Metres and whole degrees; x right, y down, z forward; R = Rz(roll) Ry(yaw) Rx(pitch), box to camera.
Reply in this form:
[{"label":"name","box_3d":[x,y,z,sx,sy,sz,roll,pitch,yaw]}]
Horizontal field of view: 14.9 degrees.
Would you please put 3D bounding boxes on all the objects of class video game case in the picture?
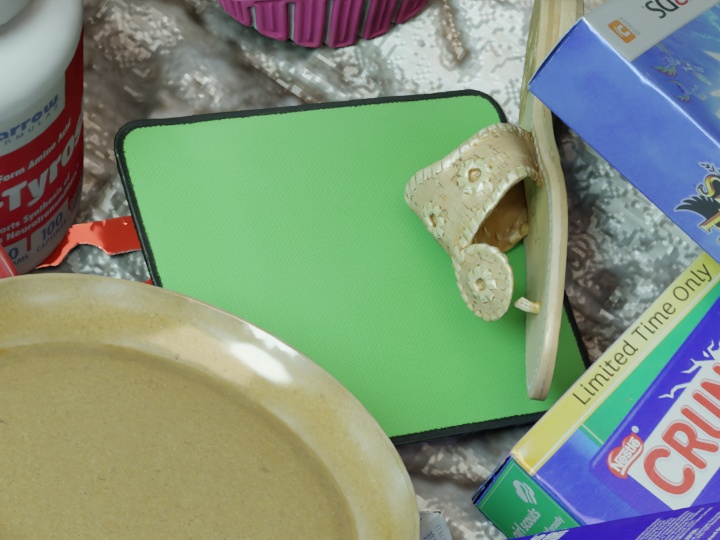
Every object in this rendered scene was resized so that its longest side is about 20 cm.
[{"label":"video game case","box_3d":[0.189,-0.050,1.191,0.200,0.045,0.181,43,32,8]}]

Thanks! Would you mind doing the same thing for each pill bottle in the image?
[{"label":"pill bottle","box_3d":[-0.167,-0.083,1.113,0.112,0.200,0.113,2,61,-4]}]

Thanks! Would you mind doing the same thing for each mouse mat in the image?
[{"label":"mouse mat","box_3d":[0.000,0.000,1.188,0.199,0.008,0.162,-8,70,-29]}]

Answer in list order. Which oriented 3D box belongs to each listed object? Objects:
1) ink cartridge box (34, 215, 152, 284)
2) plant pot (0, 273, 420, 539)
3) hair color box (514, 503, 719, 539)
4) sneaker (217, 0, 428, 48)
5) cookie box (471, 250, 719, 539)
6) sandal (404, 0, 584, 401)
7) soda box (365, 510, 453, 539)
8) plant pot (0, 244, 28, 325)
[{"label":"ink cartridge box","box_3d":[-0.097,0.066,1.157,0.161,0.050,0.201,-10,75,-12]},{"label":"plant pot","box_3d":[-0.076,0.073,0.991,0.199,0.028,0.200,18,32,-12]},{"label":"hair color box","box_3d":[0.118,0.154,1.060,0.065,0.199,0.110,-38,106,-46]},{"label":"sneaker","box_3d":[0.017,-0.167,1.249,0.199,0.081,0.088,-19,72,-23]},{"label":"cookie box","box_3d":[0.177,0.102,1.165,0.200,0.075,0.171,42,64,8]},{"label":"sandal","box_3d":[0.054,-0.036,1.200,0.069,0.078,0.212,8,55,-2]},{"label":"soda box","box_3d":[0.023,0.195,1.061,0.068,0.063,0.201,-37,113,-43]},{"label":"plant pot","box_3d":[-0.254,0.026,1.058,0.200,0.201,0.182,-42,51,-20]}]
